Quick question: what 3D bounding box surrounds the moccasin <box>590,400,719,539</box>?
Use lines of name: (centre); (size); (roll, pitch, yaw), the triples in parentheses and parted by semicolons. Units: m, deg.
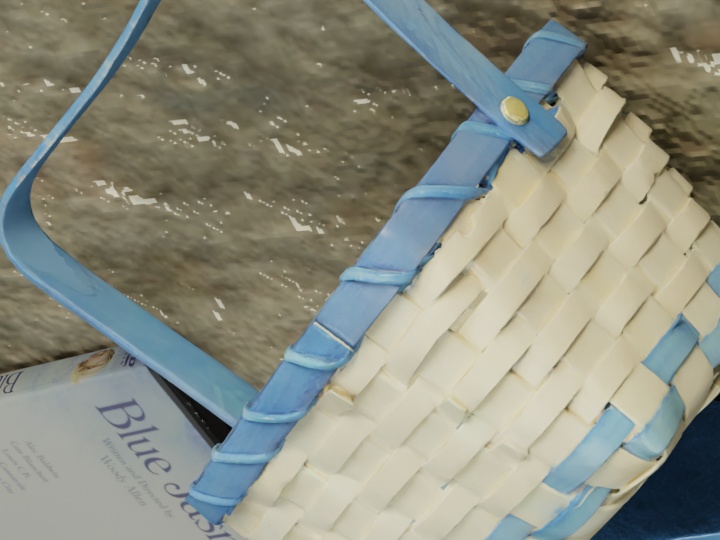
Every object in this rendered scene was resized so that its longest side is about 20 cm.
moccasin: (0.114, 0.085, 0.896); (0.199, 0.081, 0.068); (5, 140, 25)

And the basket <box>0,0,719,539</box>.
basket: (0.000, 0.000, 0.818); (0.200, 0.139, 0.176); (38, 136, -4)

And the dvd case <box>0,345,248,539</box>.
dvd case: (-0.107, 0.095, 1.071); (0.199, 0.018, 0.143); (-14, 125, 37)
